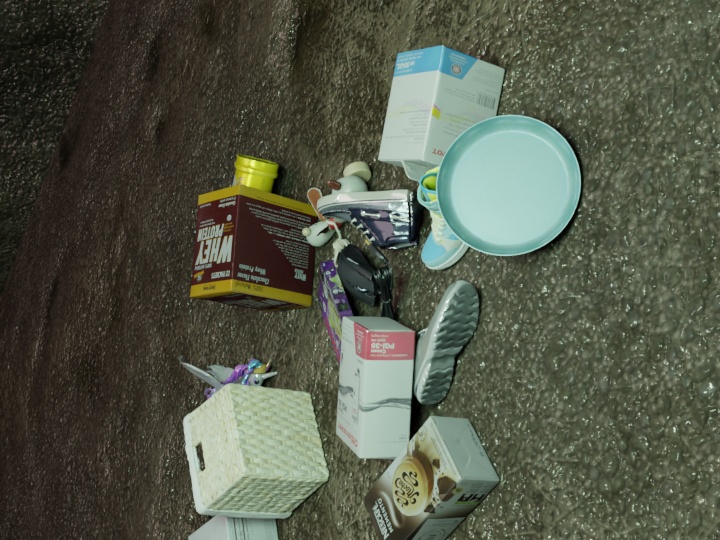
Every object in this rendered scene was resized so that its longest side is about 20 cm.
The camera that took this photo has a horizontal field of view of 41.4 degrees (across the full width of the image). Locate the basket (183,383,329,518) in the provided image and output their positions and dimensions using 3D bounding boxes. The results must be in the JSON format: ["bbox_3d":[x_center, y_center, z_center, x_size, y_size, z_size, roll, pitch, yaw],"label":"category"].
[{"bbox_3d":[-0.190,0.323,1.716,0.161,0.200,0.198,-46,46,36],"label":"basket"}]

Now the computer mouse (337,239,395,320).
[{"bbox_3d":[0.000,0.000,1.616,0.200,0.046,0.141,-126,26,-47],"label":"computer mouse"}]

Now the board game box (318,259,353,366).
[{"bbox_3d":[-0.035,0.094,1.663,0.120,0.032,0.200,89,164,-49],"label":"board game box"}]

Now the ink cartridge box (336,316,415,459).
[{"bbox_3d":[0.022,0.181,1.494,0.146,0.083,0.200,-160,73,-73],"label":"ink cartridge box"}]

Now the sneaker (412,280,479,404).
[{"bbox_3d":[0.112,0.101,1.447,0.082,0.075,0.200,42,115,50],"label":"sneaker"}]

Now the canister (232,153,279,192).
[{"bbox_3d":[-0.235,-0.134,1.990,0.149,0.086,0.200,-135,58,-75],"label":"canister"}]

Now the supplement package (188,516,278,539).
[{"bbox_3d":[-0.230,0.568,1.779,0.156,0.111,0.200,-43,47,40],"label":"supplement package"}]

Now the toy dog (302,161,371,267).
[{"bbox_3d":[-0.053,-0.112,1.732,0.200,0.096,0.132,-60,38,25],"label":"toy dog"}]

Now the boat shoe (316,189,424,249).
[{"bbox_3d":[0.012,-0.081,1.605,0.200,0.075,0.093,-2,81,31],"label":"boat shoe"}]

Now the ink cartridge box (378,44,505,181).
[{"bbox_3d":[0.122,-0.229,1.483,0.125,0.128,0.200,11,89,56],"label":"ink cartridge box"}]

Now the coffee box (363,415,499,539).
[{"bbox_3d":[0.099,0.322,1.399,0.200,0.080,0.113,-56,41,29],"label":"coffee box"}]

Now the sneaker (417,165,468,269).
[{"bbox_3d":[0.119,-0.087,1.444,0.200,0.130,0.080,-56,41,30],"label":"sneaker"}]

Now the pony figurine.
[{"bbox_3d":[-0.270,0.256,1.921,0.193,0.166,0.200,15,90,24],"label":"pony figurine"}]

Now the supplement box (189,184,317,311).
[{"bbox_3d":[-0.202,-0.037,1.822,0.133,0.197,0.200,-8,74,45],"label":"supplement box"}]

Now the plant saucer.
[{"bbox_3d":[0.206,-0.117,1.332,0.200,0.027,0.201,-3,80,15],"label":"plant saucer"}]
